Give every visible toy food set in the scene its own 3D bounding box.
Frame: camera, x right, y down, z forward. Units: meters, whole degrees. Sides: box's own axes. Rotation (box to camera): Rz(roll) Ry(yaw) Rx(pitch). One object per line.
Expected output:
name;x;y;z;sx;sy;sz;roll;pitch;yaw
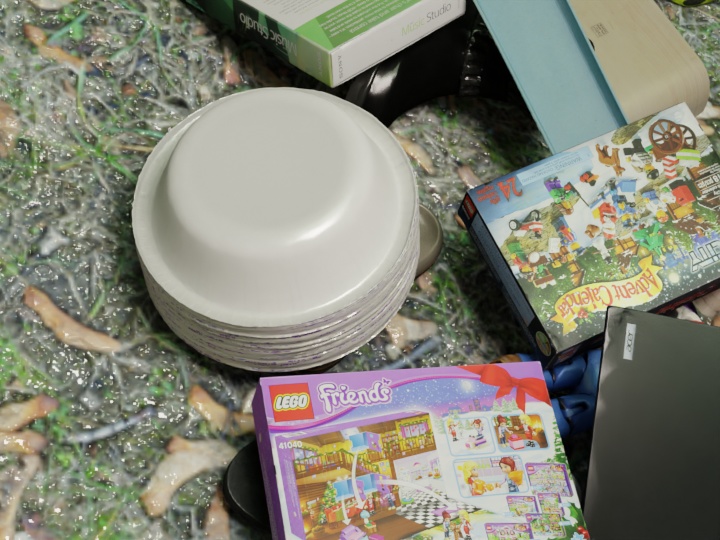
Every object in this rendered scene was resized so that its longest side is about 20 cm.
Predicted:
toy food set;0.206;-0.199;1.254;0.142;0.061;0.201;-26;70;-23

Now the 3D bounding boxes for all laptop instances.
laptop;0.239;0.136;0.980;0.102;0.200;0.180;4;78;27

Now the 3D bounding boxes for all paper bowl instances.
paper bowl;-0.058;-0.042;0.947;0.197;0.105;0.203;-2;57;2

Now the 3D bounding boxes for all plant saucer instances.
plant saucer;0.158;-0.144;1.086;0.069;0.019;0.202;-30;101;-8

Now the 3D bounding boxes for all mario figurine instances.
mario figurine;0.194;0.099;1.046;0.197;0.106;0.126;-6;97;-16

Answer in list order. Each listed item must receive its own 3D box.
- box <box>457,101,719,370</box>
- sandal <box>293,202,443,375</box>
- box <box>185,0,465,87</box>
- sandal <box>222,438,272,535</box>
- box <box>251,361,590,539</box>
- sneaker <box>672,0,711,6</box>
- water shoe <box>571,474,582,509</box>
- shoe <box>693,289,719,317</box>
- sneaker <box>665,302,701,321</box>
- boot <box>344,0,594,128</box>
box;0.190;-0.029;1.025;0.198;0.038;0.138;-23;71;-18
sandal;0.000;0.000;1.017;0.082;0.055;0.199;47;52;10
box;-0.034;-0.224;1.099;0.144;0.037;0.199;-32;46;-27
sandal;0.006;0.142;0.929;0.197;0.048;0.076;10;55;-19
box;0.037;0.131;0.885;0.197;0.039;0.138;-2;58;-16
sneaker;0.287;-0.321;1.355;0.197;0.074;0.085;15;57;-15
water shoe;0.130;0.235;0.925;0.079;0.071;0.202;33;51;-29
shoe;0.256;-0.035;1.141;0.069;0.054;0.201;14;27;-26
sneaker;0.184;0.001;1.105;0.199;0.081;0.084;33;34;-13
boot;0.088;-0.154;1.125;0.157;0.080;0.212;34;61;6
